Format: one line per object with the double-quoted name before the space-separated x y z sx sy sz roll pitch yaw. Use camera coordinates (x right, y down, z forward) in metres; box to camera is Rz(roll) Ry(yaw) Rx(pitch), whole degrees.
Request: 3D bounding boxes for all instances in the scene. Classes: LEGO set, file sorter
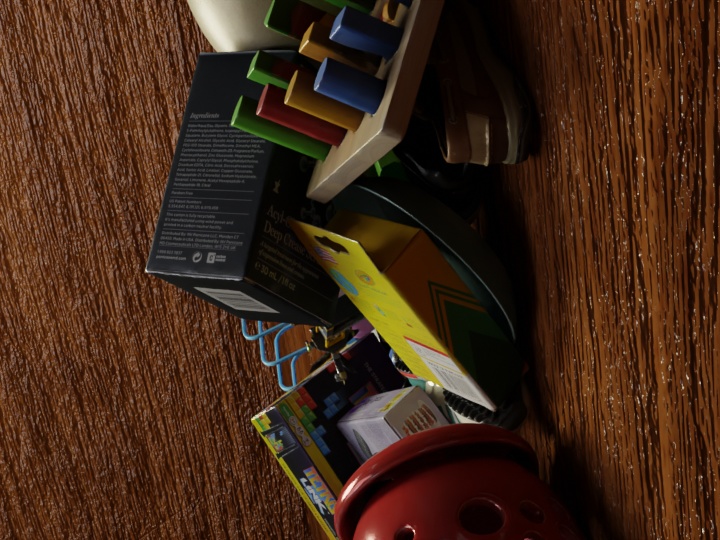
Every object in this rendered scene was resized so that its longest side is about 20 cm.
"LEGO set" 0.000 0.000 1.215 0.154 0.200 0.116 49 164 15
"file sorter" -0.053 0.092 1.568 0.200 0.122 0.139 58 -168 -33

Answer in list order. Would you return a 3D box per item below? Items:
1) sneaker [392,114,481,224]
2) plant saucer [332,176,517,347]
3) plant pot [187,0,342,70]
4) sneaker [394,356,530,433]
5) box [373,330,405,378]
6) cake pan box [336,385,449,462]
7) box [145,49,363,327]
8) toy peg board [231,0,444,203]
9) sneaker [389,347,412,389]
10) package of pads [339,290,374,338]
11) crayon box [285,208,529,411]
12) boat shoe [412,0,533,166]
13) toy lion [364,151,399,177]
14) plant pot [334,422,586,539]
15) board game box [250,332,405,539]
"sneaker" 0.046 -0.137 1.025 0.111 0.076 0.201 86 164 -71
"plant saucer" 0.061 -0.013 1.031 0.200 0.036 0.200 40 167 11
"plant pot" -0.068 -0.244 1.110 0.200 0.199 0.135 109 159 -73
"sneaker" 0.108 0.115 1.110 0.093 0.070 0.200 48 170 -25
"box" 0.028 0.050 1.452 0.117 0.060 0.201 90 164 -54
"cake pan box" 0.072 0.205 1.180 0.200 0.052 0.184 52 165 -1
"box" -0.082 -0.068 1.079 0.148 0.106 0.201 32 -114 -57
"toy peg board" -0.016 -0.178 0.927 0.199 0.097 0.201 150 138 -70
"sneaker" 0.073 0.147 1.271 0.075 0.078 0.201 -131 29 -72
"package of pads" -0.046 -0.016 1.317 0.200 0.076 0.120 50 169 -1
"crayon box" 0.038 0.020 1.012 0.200 0.051 0.127 50 164 -30
"boat shoe" 0.063 -0.149 0.929 0.201 0.073 0.076 -114 14 -47
"toy lion" 0.019 -0.091 1.335 0.200 0.068 0.193 167 83 -80
"plant pot" 0.083 0.231 0.971 0.201 0.199 0.183 89 166 -51
"board game box" 0.005 0.191 1.302 0.201 0.165 0.057 56 139 -2
